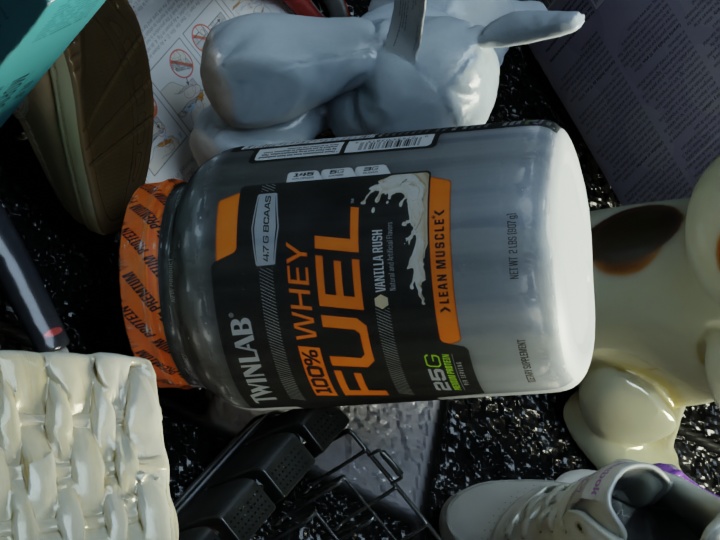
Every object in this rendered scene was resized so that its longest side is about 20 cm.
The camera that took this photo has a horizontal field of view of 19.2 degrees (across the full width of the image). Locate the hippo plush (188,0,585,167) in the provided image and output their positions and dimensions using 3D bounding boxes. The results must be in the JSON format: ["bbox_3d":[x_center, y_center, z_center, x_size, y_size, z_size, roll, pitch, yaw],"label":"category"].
[{"bbox_3d":[0.008,-0.107,1.062,0.159,0.200,0.161,20,35,-3],"label":"hippo plush"}]

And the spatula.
[{"bbox_3d":[-0.133,0.052,0.958,0.056,0.021,0.200,-23,90,-44],"label":"spatula"}]

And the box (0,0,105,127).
[{"bbox_3d":[-0.173,-0.108,0.902,0.049,0.200,0.082,-33,87,-37],"label":"box"}]

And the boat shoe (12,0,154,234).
[{"bbox_3d":[-0.145,-0.110,0.970,0.071,0.064,0.200,-53,139,-53],"label":"boat shoe"}]

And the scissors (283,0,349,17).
[{"bbox_3d":[-0.063,-0.160,1.087,0.200,0.014,0.073,3,70,-58],"label":"scissors"}]

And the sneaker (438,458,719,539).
[{"bbox_3d":[0.113,0.117,0.991,0.075,0.200,0.100,-47,127,-31],"label":"sneaker"}]

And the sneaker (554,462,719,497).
[{"bbox_3d":[0.188,0.165,1.089,0.200,0.088,0.081,38,49,-14],"label":"sneaker"}]

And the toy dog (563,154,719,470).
[{"bbox_3d":[0.184,-0.002,1.098,0.194,0.200,0.140,46,49,-7],"label":"toy dog"}]

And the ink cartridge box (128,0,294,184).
[{"bbox_3d":[-0.119,-0.134,1.071,0.200,0.050,0.161,56,46,-23],"label":"ink cartridge box"}]

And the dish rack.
[{"bbox_3d":[-0.002,0.167,0.968,0.200,0.055,0.153,50,43,-7],"label":"dish rack"}]

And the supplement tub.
[{"bbox_3d":[0.000,0.000,0.963,0.123,0.200,0.123,-5,90,-76],"label":"supplement tub"}]

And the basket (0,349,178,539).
[{"bbox_3d":[-0.150,0.133,0.836,0.135,0.123,0.200,3,69,-34],"label":"basket"}]

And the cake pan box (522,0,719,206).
[{"bbox_3d":[0.170,-0.131,1.158,0.052,0.200,0.184,-19,72,-31],"label":"cake pan box"}]
